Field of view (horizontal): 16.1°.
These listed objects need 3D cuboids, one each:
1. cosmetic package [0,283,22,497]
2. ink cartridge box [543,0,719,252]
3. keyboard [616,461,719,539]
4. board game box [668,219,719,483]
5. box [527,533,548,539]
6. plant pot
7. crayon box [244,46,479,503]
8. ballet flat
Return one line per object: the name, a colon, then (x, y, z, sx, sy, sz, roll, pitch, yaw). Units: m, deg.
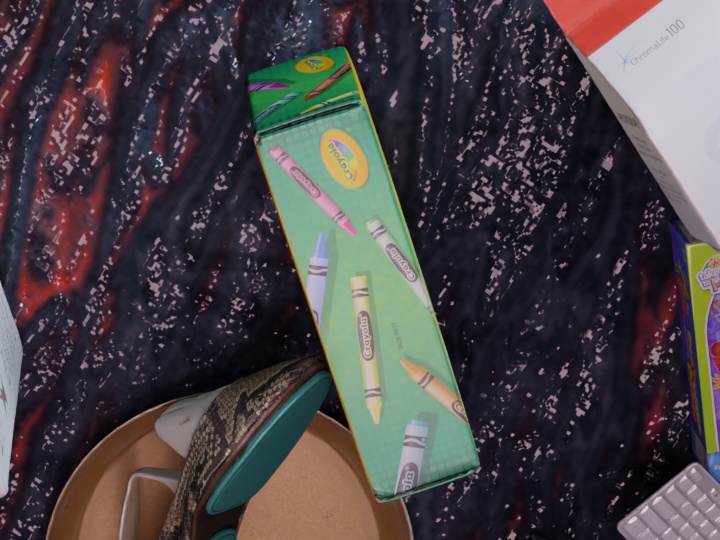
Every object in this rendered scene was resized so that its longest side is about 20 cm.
cosmetic package: (-0.263, 0.018, 1.214, 0.165, 0.200, 0.168, -14, 109, -1)
ink cartridge box: (0.186, -0.135, 1.264, 0.160, 0.047, 0.201, -37, 109, -5)
keyboard: (0.219, 0.179, 1.374, 0.056, 0.011, 0.200, -43, 116, 7)
board game box: (0.270, 0.027, 1.346, 0.198, 0.045, 0.135, -10, 108, -2)
box: (0.131, 0.242, 1.319, 0.132, 0.200, 0.115, 26, 102, -13)
plant pot: (-0.070, 0.155, 1.366, 0.198, 0.028, 0.202, -1, 107, -4)
crayon box: (0.000, 0.000, 1.274, 0.058, 0.119, 0.201, -18, 108, 1)
ballet flat: (-0.085, 0.116, 1.304, 0.075, 0.068, 0.201, 32, 112, 21)
